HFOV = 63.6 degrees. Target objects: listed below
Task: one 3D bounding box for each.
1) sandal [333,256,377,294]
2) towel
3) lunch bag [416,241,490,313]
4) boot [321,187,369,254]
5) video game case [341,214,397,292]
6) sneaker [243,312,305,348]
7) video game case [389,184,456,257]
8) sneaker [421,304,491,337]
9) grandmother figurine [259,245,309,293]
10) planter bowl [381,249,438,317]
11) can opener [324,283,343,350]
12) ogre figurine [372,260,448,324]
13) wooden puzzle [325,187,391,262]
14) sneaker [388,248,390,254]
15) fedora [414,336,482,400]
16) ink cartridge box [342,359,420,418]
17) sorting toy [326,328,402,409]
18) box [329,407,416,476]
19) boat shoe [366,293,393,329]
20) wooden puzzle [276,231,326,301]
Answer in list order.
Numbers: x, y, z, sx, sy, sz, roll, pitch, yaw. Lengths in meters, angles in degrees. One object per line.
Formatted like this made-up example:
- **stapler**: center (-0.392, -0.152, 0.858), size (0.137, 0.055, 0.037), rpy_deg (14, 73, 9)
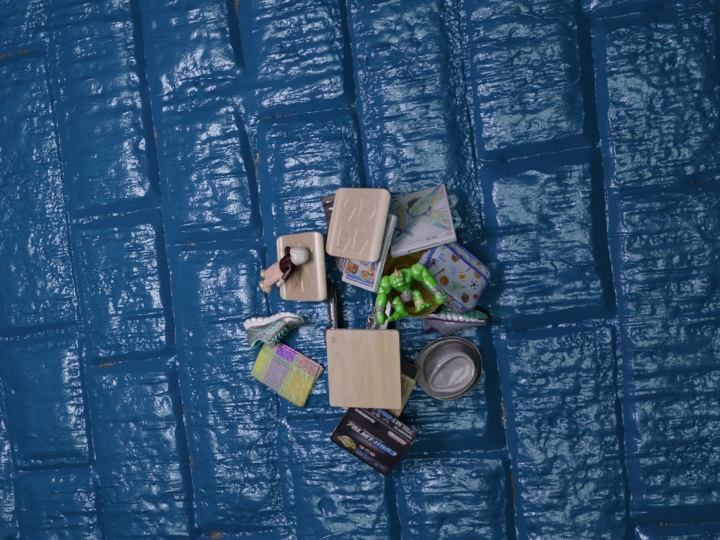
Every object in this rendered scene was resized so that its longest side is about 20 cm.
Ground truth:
- **sandal**: center (0.000, 0.001, 1.668), size (0.199, 0.048, 0.076), rpy_deg (39, 89, 6)
- **towel**: center (-0.222, 0.302, 1.738), size (0.197, 0.023, 0.146), rpy_deg (28, 98, 9)
- **lunch bag**: center (0.249, 0.004, 1.572), size (0.199, 0.075, 0.162), rpy_deg (39, 70, -11)
- **boot**: center (-0.022, -0.132, 1.642), size (0.195, 0.069, 0.179), rpy_deg (-10, 80, 11)
- **video game case**: center (0.022, -0.056, 1.553), size (0.142, 0.018, 0.205), rpy_deg (17, 91, 50)
- **sneaker**: center (-0.249, 0.180, 1.702), size (0.195, 0.077, 0.094), rpy_deg (-13, 69, 19)
- **video game case**: center (0.160, -0.138, 1.584), size (0.178, 0.022, 0.204), rpy_deg (-15, 49, 12)
- **sneaker**: center (0.266, 0.146, 1.628), size (0.194, 0.075, 0.090), rpy_deg (5, 118, 11)
- **grandmother figurine**: center (-0.212, -0.014, 1.636), size (0.198, 0.060, 0.124), rpy_deg (-30, 59, 42)
- **planter bowl**: center (0.135, 0.030, 1.611), size (0.195, 0.083, 0.207), rpy_deg (3, 82, -19)
- **can opener**: center (-0.075, 0.140, 1.682), size (0.076, 0.063, 0.206), rpy_deg (-3, 92, 11)
- **ogre figurine**: center (0.115, 0.056, 1.500), size (0.197, 0.097, 0.123), rpy_deg (-26, 75, 35)
- **wooden puzzle**: center (-0.002, -0.123, 1.552), size (0.197, 0.046, 0.191), rpy_deg (11, 90, 46)
- **sneaker**: center (0.136, -0.095, 1.626), size (0.198, 0.077, 0.074), rpy_deg (-35, 88, 12)
- **fedora**: center (0.245, 0.281, 1.608), size (0.196, 0.090, 0.180), rpy_deg (-24, 94, 10)
- **ink cartridge box**: center (0.057, 0.333, 1.632), size (0.162, 0.075, 0.204), rpy_deg (28, 117, 10)
- **sorting toy**: center (0.016, 0.253, 1.537), size (0.193, 0.070, 0.206), rpy_deg (-1, 96, 14)
- **box**: center (0.032, 0.463, 1.628), size (0.197, 0.050, 0.200), rpy_deg (33, 132, 3)
- **boat shoe**: center (0.047, 0.156, 1.657), size (0.062, 0.071, 0.205), rpy_deg (16, 97, 8)
- **wooden puzzle**: center (-0.162, -0.010, 1.666), size (0.197, 0.046, 0.191), rpy_deg (-2, 93, 47)
